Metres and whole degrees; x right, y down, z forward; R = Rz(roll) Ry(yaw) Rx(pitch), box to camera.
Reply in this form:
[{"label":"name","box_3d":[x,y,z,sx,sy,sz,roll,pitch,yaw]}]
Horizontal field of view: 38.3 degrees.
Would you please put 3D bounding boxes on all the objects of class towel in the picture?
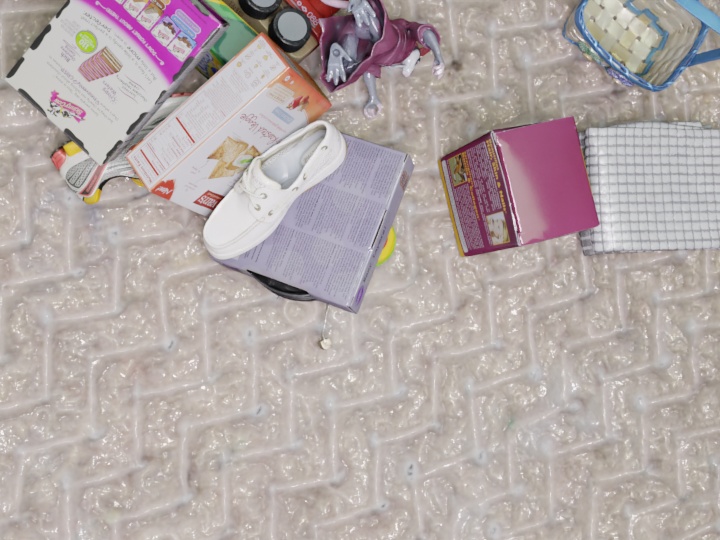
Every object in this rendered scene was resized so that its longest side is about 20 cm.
[{"label":"towel","box_3d":[0.373,-0.103,1.320,0.199,0.086,0.167,-3,86,-12]}]

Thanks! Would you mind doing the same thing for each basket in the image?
[{"label":"basket","box_3d":[0.350,-0.303,1.262,0.176,0.200,0.139,35,79,-8]}]

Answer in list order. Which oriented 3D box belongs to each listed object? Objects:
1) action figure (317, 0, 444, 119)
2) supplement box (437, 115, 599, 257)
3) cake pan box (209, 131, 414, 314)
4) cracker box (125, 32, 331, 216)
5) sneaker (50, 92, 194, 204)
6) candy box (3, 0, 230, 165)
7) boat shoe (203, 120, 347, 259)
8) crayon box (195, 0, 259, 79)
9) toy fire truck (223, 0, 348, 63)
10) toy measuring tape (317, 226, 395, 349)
[{"label":"action figure","box_3d":[0.017,-0.267,1.209,0.134,0.200,0.149,-25,89,29]},{"label":"supplement box","box_3d":[0.178,-0.094,1.211,0.103,0.200,0.132,-13,91,-13]},{"label":"cake pan box","box_3d":[-0.056,-0.065,1.191,0.183,0.052,0.201,17,81,19]},{"label":"cracker box","box_3d":[-0.140,-0.153,1.132,0.200,0.134,0.058,-39,72,9]},{"label":"sneaker","box_3d":[-0.245,-0.142,1.182,0.199,0.078,0.082,-28,98,-4]},{"label":"candy box","box_3d":[-0.253,-0.229,1.085,0.136,0.061,0.200,43,101,-7]},{"label":"boat shoe","box_3d":[-0.105,-0.096,1.147,0.200,0.069,0.071,-44,71,0]},{"label":"crayon box","box_3d":[-0.197,-0.287,1.169,0.200,0.126,0.052,42,79,-7]},{"label":"toy fire truck","box_3d":[-0.075,-0.361,1.214,0.176,0.129,0.200,48,66,-6]},{"label":"toy measuring tape","box_3d":[0.000,0.000,1.231,0.073,0.074,0.201,12,84,-13]}]
